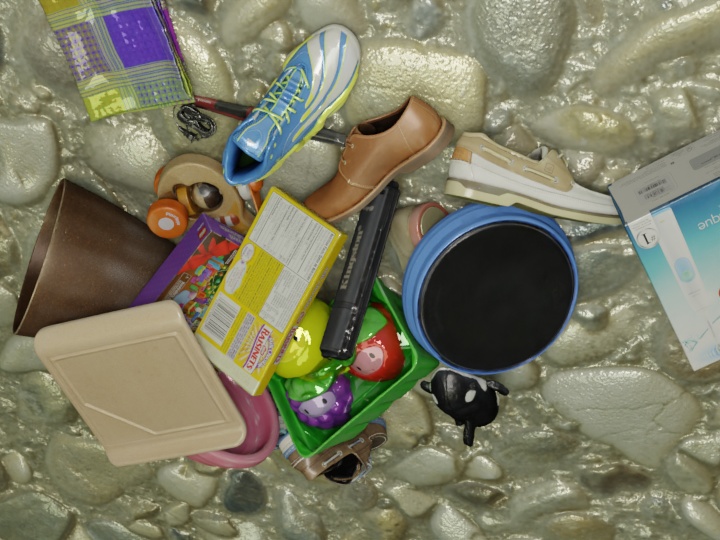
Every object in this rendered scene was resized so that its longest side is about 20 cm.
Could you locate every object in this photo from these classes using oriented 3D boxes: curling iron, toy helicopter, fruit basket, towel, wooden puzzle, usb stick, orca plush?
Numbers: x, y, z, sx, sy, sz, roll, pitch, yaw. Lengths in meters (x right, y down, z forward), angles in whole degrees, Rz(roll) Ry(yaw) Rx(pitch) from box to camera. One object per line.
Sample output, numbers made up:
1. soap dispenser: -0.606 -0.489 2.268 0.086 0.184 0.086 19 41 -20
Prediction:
1. curling iron: -0.108 -0.155 1.224 0.197 0.026 0.050 8 110 10
2. toy helicopter: -0.140 -0.066 1.297 0.132 0.080 0.199 -36 123 28
3. fruit basket: -0.039 0.099 1.295 0.213 0.157 0.217 -22 151 -13
4. towel: -0.265 -0.256 1.186 0.141 0.023 0.202 -5 122 21
5. wooden puzzle: -0.241 0.126 1.260 0.182 0.037 0.202 -12 123 17
6. usb stick: 0.000 0.000 1.218 0.032 0.203 0.055 20 171 -18
7. orca plush: 0.118 0.172 1.335 0.103 0.072 0.200 7 164 5

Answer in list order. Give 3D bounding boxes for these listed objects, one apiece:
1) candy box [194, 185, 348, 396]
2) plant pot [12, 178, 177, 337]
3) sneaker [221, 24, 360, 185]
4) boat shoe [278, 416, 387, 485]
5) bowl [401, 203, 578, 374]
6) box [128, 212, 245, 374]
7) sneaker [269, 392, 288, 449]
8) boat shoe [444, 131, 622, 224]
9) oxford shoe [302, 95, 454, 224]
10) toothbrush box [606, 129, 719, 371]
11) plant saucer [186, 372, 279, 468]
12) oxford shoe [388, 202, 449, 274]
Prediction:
1. candy box: -0.101 0.022 1.217 0.102 0.026 0.202 34 102 22
2. plant pot: -0.287 0.014 1.343 0.198 0.189 0.187 19 135 -20
3. sneaker: -0.073 -0.155 1.142 0.075 0.105 0.201 36 116 -6
4. boat shoe: -0.025 0.231 1.424 0.072 0.199 0.073 -42 66 29
5. bowl: 0.144 0.023 1.226 0.197 0.039 0.204 -5 117 -10
6. box: -0.182 0.044 1.291 0.136 0.039 0.201 27 110 -39
7. sneaker: -0.070 0.200 1.474 0.198 0.087 0.078 -24 119 32
8. boat shoe: 0.185 -0.091 1.150 0.197 0.075 0.070 11 91 -17
9. oxford shoe: 0.003 -0.117 1.194 0.199 0.072 0.071 -36 118 27
10. toothbrush box: 0.354 -0.021 1.128 0.145 0.086 0.201 -25 120 13
11. plant saucer: -0.192 0.167 1.406 0.200 0.201 0.051 37 116 -15
12. oxford shoe: 0.093 0.004 1.281 0.073 0.071 0.201 2 131 45
